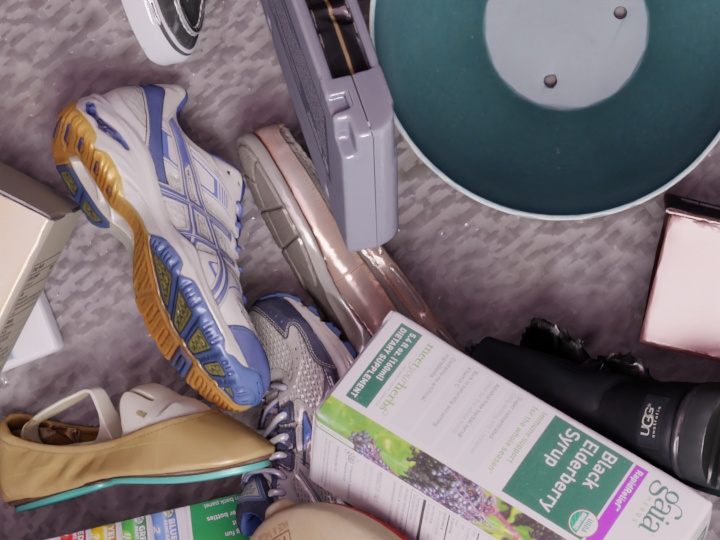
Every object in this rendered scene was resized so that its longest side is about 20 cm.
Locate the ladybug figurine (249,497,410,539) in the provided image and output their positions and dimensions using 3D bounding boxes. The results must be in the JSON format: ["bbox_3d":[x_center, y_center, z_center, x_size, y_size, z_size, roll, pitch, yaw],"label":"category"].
[{"bbox_3d":[0.012,0.205,1.300,0.136,0.072,0.200,-32,84,37],"label":"ladybug figurine"}]

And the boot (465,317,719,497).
[{"bbox_3d":[0.167,0.083,1.371,0.168,0.200,0.077,15,89,39],"label":"boot"}]

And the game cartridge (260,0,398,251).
[{"bbox_3d":[-0.021,-0.118,1.326,0.040,0.133,0.200,-13,62,-10],"label":"game cartridge"}]

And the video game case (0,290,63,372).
[{"bbox_3d":[-0.297,-0.004,1.446,0.199,0.023,0.183,-21,93,8],"label":"video game case"}]

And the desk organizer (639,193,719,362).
[{"bbox_3d":[0.257,0.020,1.368,0.199,0.072,0.077,13,99,4],"label":"desk organizer"}]

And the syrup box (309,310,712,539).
[{"bbox_3d":[0.076,0.115,1.294,0.200,0.082,0.079,31,61,15],"label":"syrup box"}]

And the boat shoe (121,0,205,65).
[{"bbox_3d":[-0.097,-0.217,1.380,0.068,0.074,0.200,-3,86,21],"label":"boat shoe"}]

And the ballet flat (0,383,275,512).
[{"bbox_3d":[-0.135,0.094,1.382,0.200,0.069,0.063,-13,88,37],"label":"ballet flat"}]

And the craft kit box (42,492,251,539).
[{"bbox_3d":[-0.113,0.236,1.375,0.199,0.049,0.198,-13,81,-20],"label":"craft kit box"}]

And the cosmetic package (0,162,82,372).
[{"bbox_3d":[-0.236,0.039,1.382,0.071,0.105,0.200,27,95,1],"label":"cosmetic package"}]

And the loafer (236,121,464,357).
[{"bbox_3d":[0.000,0.000,1.400,0.063,0.072,0.200,-29,95,-13],"label":"loafer"}]

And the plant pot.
[{"bbox_3d":[0.110,-0.132,1.335,0.199,0.135,0.201,1,96,6],"label":"plant pot"}]

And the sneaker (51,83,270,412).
[{"bbox_3d":[-0.090,-0.020,1.377,0.088,0.075,0.200,-24,79,-30],"label":"sneaker"}]

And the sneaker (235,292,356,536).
[{"bbox_3d":[-0.032,0.110,1.378,0.085,0.077,0.201,-16,79,-23],"label":"sneaker"}]
